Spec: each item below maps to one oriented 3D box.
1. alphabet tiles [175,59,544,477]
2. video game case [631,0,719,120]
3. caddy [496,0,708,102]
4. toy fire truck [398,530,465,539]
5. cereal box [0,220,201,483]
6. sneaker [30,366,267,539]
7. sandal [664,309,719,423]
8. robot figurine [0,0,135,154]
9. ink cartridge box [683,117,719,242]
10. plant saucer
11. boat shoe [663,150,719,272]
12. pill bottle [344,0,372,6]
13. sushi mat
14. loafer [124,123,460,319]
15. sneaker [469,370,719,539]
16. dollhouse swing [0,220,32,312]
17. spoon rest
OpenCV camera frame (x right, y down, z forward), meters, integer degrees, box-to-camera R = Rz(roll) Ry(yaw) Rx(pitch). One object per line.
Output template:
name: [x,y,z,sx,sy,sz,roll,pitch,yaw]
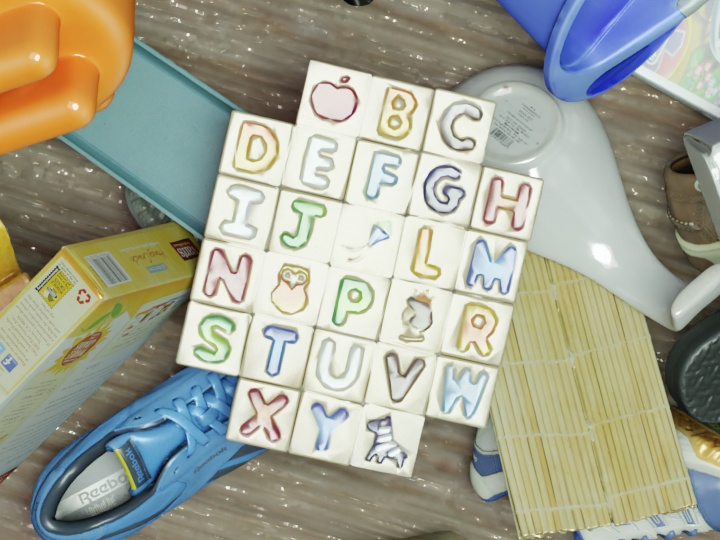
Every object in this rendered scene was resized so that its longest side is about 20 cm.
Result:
alphabet tiles: [0.000,0.000,1.174,0.166,0.006,0.201,13,93,-6]
video game case: [0.264,-0.127,1.258,0.200,0.018,0.144,29,91,-1]
caddy: [0.150,-0.180,1.184,0.105,0.141,0.200,42,96,23]
toy fire truck: [-0.019,0.246,1.227,0.199,0.129,0.177,-12,92,12]
cereal box: [-0.175,0.058,1.176,0.200,0.144,0.040,-43,82,18]
sneaker: [-0.091,0.087,1.236,0.200,0.078,0.066,-35,89,0]
sandal: [0.246,0.009,1.227,0.200,0.048,0.076,-26,124,-11]
robot figurine: [-0.171,-0.155,1.157,0.143,0.201,0.117,18,136,-22]
ink cartridge box: [0.279,-0.036,1.140,0.199,0.083,0.147,-21,99,0]
plant saucer: [-0.105,-0.074,1.221,0.200,0.019,0.070,35,92,26]
boat shoe: [0.254,-0.073,1.204,0.202,0.075,0.075,-29,118,0]
pill bottle: [0.034,-0.245,1.208,0.200,0.112,0.112,-43,91,1]
sushi mat: [0.109,0.045,1.213,0.095,0.012,0.201,-7,63,-10]
loafer: [-0.036,-0.020,1.238,0.199,0.070,0.075,23,90,16]
sneaker: [0.156,0.118,1.245,0.199,0.075,0.088,21,99,9]
dollhouse swing: [-0.303,-0.018,1.195,0.175,0.182,0.200,-31,92,-18]
spoon rest: [0.114,-0.036,1.221,0.099,0.061,0.200,-39,61,-11]
